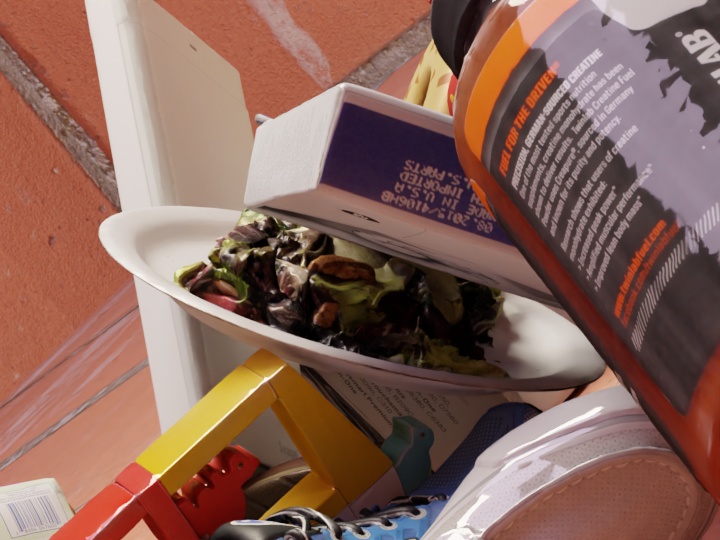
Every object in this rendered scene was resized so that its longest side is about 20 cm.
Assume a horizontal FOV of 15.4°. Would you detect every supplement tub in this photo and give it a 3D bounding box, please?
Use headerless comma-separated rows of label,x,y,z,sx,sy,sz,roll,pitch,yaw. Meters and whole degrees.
supplement tub,0.094,-0.027,0.746,0.107,0.107,0.200,-39,50,4

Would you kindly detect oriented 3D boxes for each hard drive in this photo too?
hard drive,-0.065,-0.008,1.130,0.026,0.201,0.132,-17,-19,15

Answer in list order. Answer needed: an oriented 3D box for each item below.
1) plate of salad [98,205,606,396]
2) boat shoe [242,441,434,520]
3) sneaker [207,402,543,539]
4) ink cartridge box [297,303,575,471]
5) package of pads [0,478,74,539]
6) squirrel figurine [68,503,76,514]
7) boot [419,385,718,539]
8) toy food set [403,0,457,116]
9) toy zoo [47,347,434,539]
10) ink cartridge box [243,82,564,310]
plate of salad,0.000,0.000,1.008,0.200,0.199,0.048,-70,-3,-77
boat shoe,-0.033,0.115,1.100,0.200,0.072,0.068,-37,8,44
sneaker,-0.001,0.105,0.901,0.200,0.089,0.078,-45,9,-33
ink cartridge box,0.038,0.027,1.221,0.146,0.084,0.200,-46,10,-36
package of pads,-0.196,0.158,0.990,0.154,0.069,0.200,-12,-27,-32
squirrel figurine,-0.181,0.149,1.193,0.141,0.187,0.200,-37,7,20
boot,0.032,0.121,0.779,0.200,0.074,0.096,-42,19,11
toy food set,0.052,-0.128,1.178,0.200,0.048,0.199,109,170,-69
toy zoo,-0.051,0.119,0.941,0.200,0.132,0.020,-43,35,-15
ink cartridge box,0.061,-0.011,0.922,0.200,0.198,0.041,-178,106,-80
